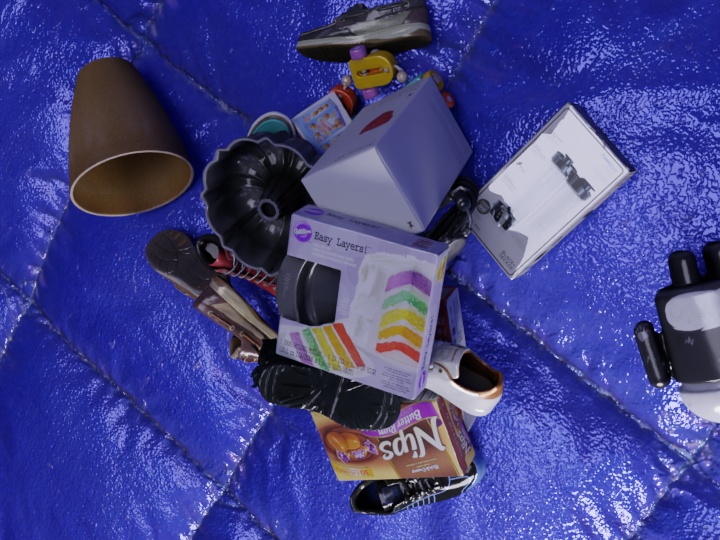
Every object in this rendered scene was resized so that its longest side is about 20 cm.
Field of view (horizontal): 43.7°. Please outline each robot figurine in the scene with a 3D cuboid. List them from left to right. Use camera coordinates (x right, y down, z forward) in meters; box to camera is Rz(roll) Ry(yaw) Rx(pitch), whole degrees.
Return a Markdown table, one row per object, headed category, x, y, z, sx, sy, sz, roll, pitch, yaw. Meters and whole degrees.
| category | x | y | z | sx | sy | sz | roll | pitch | yaw |
| --- | --- | --- | --- | --- | --- | --- | --- | --- | --- |
| robot figurine | 0.408 | 0.071 | 1.022 | 0.149 | 0.124 | 0.203 | -16 | 88 | 51 |

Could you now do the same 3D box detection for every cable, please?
| category | x | y | z | sx | sy | sz | roll | pitch | yaw |
| --- | --- | --- | --- | --- | --- | --- | --- | --- | --- |
| cable | 0.066 | -0.044 | 1.147 | 0.051 | 0.164 | 0.200 | 38 | 115 | -24 |

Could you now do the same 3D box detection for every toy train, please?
| category | x | y | z | sx | sy | sz | roll | pitch | yaw |
| --- | --- | --- | --- | --- | --- | --- | --- | --- | --- |
| toy train | 0.037 | -0.229 | 1.222 | 0.197 | 0.056 | 0.152 | 20 | 131 | 14 |

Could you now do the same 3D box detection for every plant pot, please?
| category | x | y | z | sx | sy | sz | roll | pitch | yaw |
| --- | --- | --- | --- | --- | --- | --- | --- | --- | --- |
| plant pot | -0.369 | -0.216 | 1.371 | 0.185 | 0.185 | 0.203 | -29 | 69 | 26 |

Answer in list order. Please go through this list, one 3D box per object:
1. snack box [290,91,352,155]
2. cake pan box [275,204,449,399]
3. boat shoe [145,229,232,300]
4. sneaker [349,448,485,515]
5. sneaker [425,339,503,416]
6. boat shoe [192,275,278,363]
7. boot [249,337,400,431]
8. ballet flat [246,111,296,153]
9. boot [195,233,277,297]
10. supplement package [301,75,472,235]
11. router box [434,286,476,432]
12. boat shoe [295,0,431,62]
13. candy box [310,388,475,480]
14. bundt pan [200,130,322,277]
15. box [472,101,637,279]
| category | x | y | z | sx | sy | sz | roll | pitch | yaw |
| --- | --- | --- | --- | --- | --- | --- | --- | --- | --- |
| snack box | -0.014 | -0.137 | 1.218 | 0.071 | 0.024 | 0.202 | -33 | 100 | -7 |
| cake pan box | -0.004 | 0.035 | 1.061 | 0.197 | 0.052 | 0.187 | 17 | 110 | 20 |
| boat shoe | -0.263 | 0.005 | 1.381 | 0.076 | 0.072 | 0.199 | -41 | 49 | -15 |
| sneaker | 0.076 | 0.298 | 1.238 | 0.198 | 0.078 | 0.071 | -25 | 84 | 27 |
| sneaker | 0.087 | 0.104 | 1.104 | 0.197 | 0.073 | 0.085 | 23 | 147 | 3 |
| boat shoe | -0.163 | 0.100 | 1.301 | 0.072 | 0.072 | 0.200 | -45 | 114 | -10 |
| boot | -0.052 | 0.143 | 1.173 | 0.195 | 0.162 | 0.075 | 13 | 94 | -8 |
| ballet flat | -0.126 | -0.162 | 1.262 | 0.069 | 0.069 | 0.201 | 40 | 144 | 18 |
| boot | -0.137 | 0.007 | 1.280 | 0.198 | 0.144 | 0.073 | 29 | 101 | 19 |
| supplement package | 0.038 | -0.132 | 1.120 | 0.120 | 0.201 | 0.121 | -18 | 114 | 36 |
| router box | 0.055 | 0.120 | 1.213 | 0.177 | 0.049 | 0.203 | 1 | 115 | 27 |
| boat shoe | 0.004 | -0.329 | 1.219 | 0.198 | 0.071 | 0.067 | 0 | 84 | 28 |
| candy box | 0.043 | 0.217 | 1.205 | 0.197 | 0.056 | 0.118 | -9 | 111 | 32 |
| bundt pan | -0.108 | -0.096 | 1.193 | 0.199 | 0.076 | 0.205 | 10 | 123 | 16 |
| box | 0.232 | -0.098 | 1.127 | 0.200 | 0.060 | 0.117 | -46 | 75 | 24 |
